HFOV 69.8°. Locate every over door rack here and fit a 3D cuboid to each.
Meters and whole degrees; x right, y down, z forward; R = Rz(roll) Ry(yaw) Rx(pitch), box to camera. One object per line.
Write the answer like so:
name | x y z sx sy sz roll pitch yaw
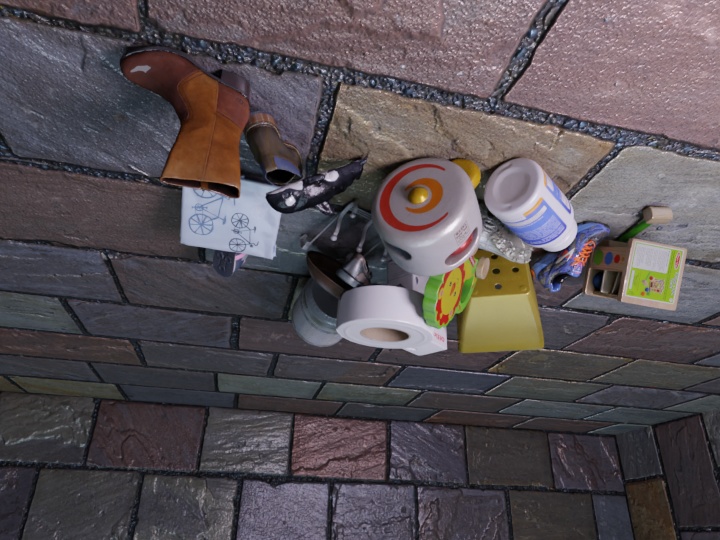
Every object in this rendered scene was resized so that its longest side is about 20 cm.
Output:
over door rack | -0.019 -0.059 1.116 0.147 0.067 0.199 22 146 -33

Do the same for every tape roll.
tape roll | 0.052 0.100 1.058 0.200 0.072 0.203 5 157 2

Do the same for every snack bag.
snack bag | -0.249 -0.112 1.005 0.197 0.022 0.190 10 130 -11

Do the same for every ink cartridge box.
ink cartridge box | 0.135 0.085 1.240 0.083 0.202 0.145 -19 147 36

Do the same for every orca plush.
orca plush | -0.063 -0.128 0.879 0.104 0.072 0.199 -10 -165 44

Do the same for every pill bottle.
pill bottle | 0.322 -0.110 0.951 0.111 0.113 0.199 -20 146 36

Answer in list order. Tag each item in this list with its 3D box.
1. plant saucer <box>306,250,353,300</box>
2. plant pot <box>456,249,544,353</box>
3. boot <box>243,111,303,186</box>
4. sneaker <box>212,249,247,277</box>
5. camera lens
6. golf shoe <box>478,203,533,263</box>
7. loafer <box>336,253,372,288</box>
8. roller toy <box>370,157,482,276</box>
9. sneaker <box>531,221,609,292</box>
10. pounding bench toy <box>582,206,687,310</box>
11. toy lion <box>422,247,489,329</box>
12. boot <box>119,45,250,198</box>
plant saucer | -0.045 0.026 1.160 0.199 0.201 0.037 25 106 -38
plant pot | 0.318 0.055 1.206 0.197 0.202 0.177 -5 140 12
boot | -0.134 -0.166 0.852 0.074 0.098 0.200 -21 161 7
sneaker | -0.260 -0.078 1.109 0.070 0.082 0.201 35 127 -1
camera lens | -0.082 0.093 1.310 0.158 0.162 0.200 10 152 -17
golf shoe | 0.260 -0.075 1.061 0.199 0.079 0.097 30 162 -13
loafer | 0.000 0.000 1.089 0.072 0.063 0.200 36 -176 5
roller toy | 0.118 -0.097 0.906 0.198 0.184 0.140 -9 149 18
sneaker | 0.464 -0.026 1.119 0.075 0.079 0.201 9 136 -28
pounding bench toy | 0.575 -0.034 1.092 0.123 0.203 0.156 9 -176 -9
toy lion | 0.181 0.027 1.014 0.068 0.194 0.200 16 166 29
boot | -0.249 -0.199 0.710 0.186 0.202 0.068 15 150 -26
